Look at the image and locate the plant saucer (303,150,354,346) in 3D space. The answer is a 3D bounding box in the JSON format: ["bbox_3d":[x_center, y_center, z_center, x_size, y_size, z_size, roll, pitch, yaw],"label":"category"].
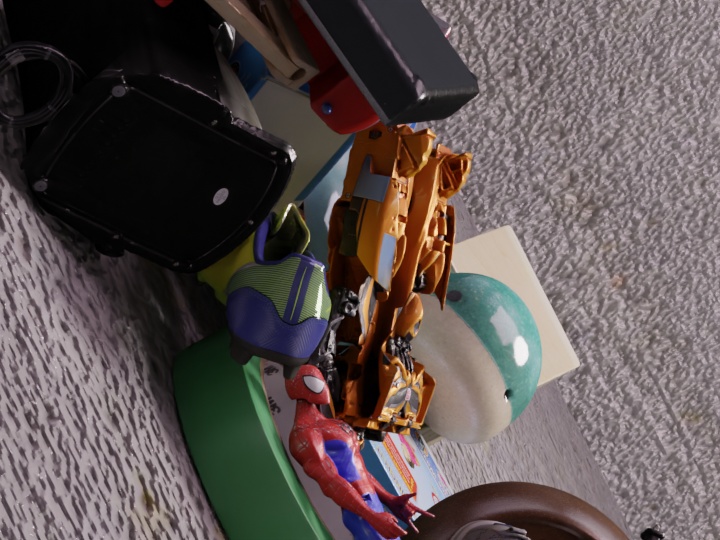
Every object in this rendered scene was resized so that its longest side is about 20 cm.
[{"bbox_3d":[0.000,0.000,1.435,0.200,0.027,0.202,-9,90,-78],"label":"plant saucer"}]

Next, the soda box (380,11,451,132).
[{"bbox_3d":[0.006,-0.116,1.496,0.063,0.070,0.200,32,-22,6],"label":"soda box"}]

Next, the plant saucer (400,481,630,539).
[{"bbox_3d":[0.102,0.231,1.348,0.201,0.199,0.032,64,-16,9],"label":"plant saucer"}]

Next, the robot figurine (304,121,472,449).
[{"bbox_3d":[0.016,0.015,1.312,0.145,0.058,0.202,18,80,-66],"label":"robot figurine"}]

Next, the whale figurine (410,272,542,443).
[{"bbox_3d":[0.058,0.042,1.622,0.200,0.103,0.160,34,-28,45],"label":"whale figurine"}]

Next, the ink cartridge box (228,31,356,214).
[{"bbox_3d":[-0.075,-0.132,1.390,0.083,0.145,0.201,21,40,-28],"label":"ink cartridge box"}]

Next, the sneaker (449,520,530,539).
[{"bbox_3d":[0.066,0.244,1.278,0.082,0.074,0.202,126,-29,-73],"label":"sneaker"}]

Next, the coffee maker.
[{"bbox_3d":[-0.138,-0.127,1.211,0.192,0.134,0.201,54,12,-42],"label":"coffee maker"}]

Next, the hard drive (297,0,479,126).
[{"bbox_3d":[-0.013,-0.172,1.208,0.201,0.033,0.139,55,17,5],"label":"hard drive"}]

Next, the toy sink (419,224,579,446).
[{"bbox_3d":[0.053,0.071,1.745,0.112,0.199,0.131,-19,81,-52],"label":"toy sink"}]

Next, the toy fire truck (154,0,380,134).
[{"bbox_3d":[-0.050,-0.145,1.197,0.200,0.049,0.141,47,18,-22],"label":"toy fire truck"}]

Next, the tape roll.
[{"bbox_3d":[-0.043,0.127,1.290,0.201,0.048,0.201,61,9,-16],"label":"tape roll"}]

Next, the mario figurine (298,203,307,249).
[{"bbox_3d":[-0.052,-0.033,1.512,0.200,0.105,0.125,7,77,-73],"label":"mario figurine"}]

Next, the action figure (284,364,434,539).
[{"bbox_3d":[0.007,0.146,1.233,0.201,0.051,0.065,61,13,2],"label":"action figure"}]

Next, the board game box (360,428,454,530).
[{"bbox_3d":[0.003,0.131,1.526,0.201,0.056,0.196,61,9,-11],"label":"board game box"}]

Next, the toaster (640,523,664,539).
[{"bbox_3d":[0.126,0.256,1.430,0.113,0.201,0.129,31,-16,-2],"label":"toaster"}]

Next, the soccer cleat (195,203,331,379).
[{"bbox_3d":[-0.053,-0.006,1.254,0.064,0.084,0.200,17,14,-17],"label":"soccer cleat"}]
